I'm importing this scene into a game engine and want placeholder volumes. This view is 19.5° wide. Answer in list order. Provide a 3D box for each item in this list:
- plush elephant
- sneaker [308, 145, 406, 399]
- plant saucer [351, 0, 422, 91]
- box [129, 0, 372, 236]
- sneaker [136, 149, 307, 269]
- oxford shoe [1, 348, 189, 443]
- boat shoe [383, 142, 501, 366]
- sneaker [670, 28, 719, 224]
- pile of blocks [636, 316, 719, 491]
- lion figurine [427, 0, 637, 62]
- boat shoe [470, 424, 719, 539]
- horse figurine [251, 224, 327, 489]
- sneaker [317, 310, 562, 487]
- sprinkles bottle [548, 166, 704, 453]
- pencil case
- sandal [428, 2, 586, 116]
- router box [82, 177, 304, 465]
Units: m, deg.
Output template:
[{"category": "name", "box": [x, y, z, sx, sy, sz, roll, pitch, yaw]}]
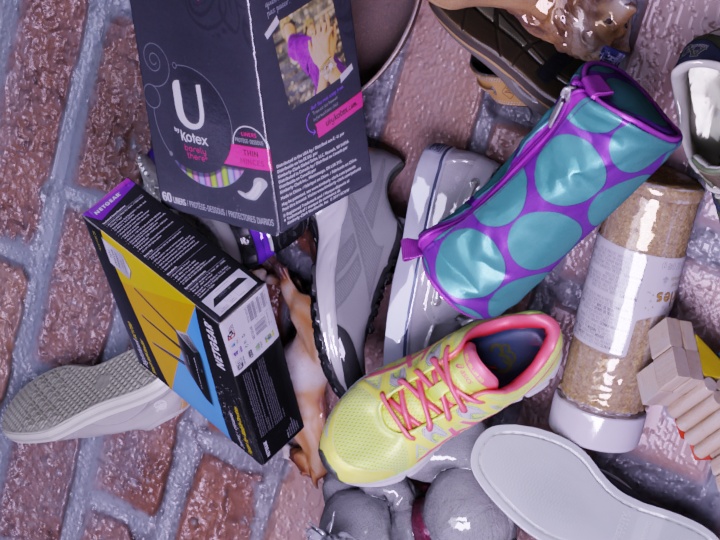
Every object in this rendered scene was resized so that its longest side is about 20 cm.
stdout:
[{"category": "plush elephant", "box": [0.053, 0.186, 1.542, 0.154, 0.200, 0.165, -14, 85, 11]}, {"category": "sneaker", "box": [0.000, 0.000, 1.552, 0.079, 0.074, 0.201, 1, 79, -3]}, {"category": "plant saucer", "box": [-0.026, -0.211, 1.549, 0.200, 0.034, 0.201, -7, 79, 36]}, {"category": "box", "box": [-0.078, -0.142, 1.464, 0.122, 0.106, 0.201, 13, 120, 39]}, {"category": "sneaker", "box": [-0.100, -0.053, 1.610, 0.200, 0.099, 0.070, 39, 149, 56]}, {"category": "oxford shoe", "box": [-0.215, 0.111, 1.723, 0.200, 0.075, 0.058, -17, 136, 31]}, {"category": "boat shoe", "box": [0.074, 0.012, 1.546, 0.086, 0.075, 0.203, 13, 98, 17]}, {"category": "sneaker", "box": [0.255, -0.063, 1.415, 0.067, 0.090, 0.201, -17, 91, 29]}, {"category": "pile of blocks", "box": [0.266, 0.118, 1.457, 0.200, 0.082, 0.062, 52, 140, 5]}, {"category": "lion figurine", "box": [0.096, -0.208, 1.446, 0.199, 0.072, 0.123, 2, 85, -16]}, {"category": "boat shoe", "box": [0.163, 0.177, 1.492, 0.200, 0.060, 0.076, 33, 77, 0]}, {"category": "horse figurine", "box": [-0.052, 0.058, 1.630, 0.132, 0.050, 0.200, 35, 116, 25]}, {"category": "sneaker", "box": [0.058, 0.080, 1.458, 0.200, 0.090, 0.078, -32, 82, -15]}, {"category": "sprinkles bottle", "box": [0.187, 0.026, 1.481, 0.068, 0.068, 0.201, 20, 108, 24]}, {"category": "pencil case", "box": [0.123, -0.055, 1.424, 0.092, 0.085, 0.200, 26, 123, -27]}, {"category": "sandal", "box": [0.120, -0.143, 1.495, 0.200, 0.082, 0.055, 41, 138, 8]}, {"category": "router box", "box": [-0.121, 0.040, 1.551, 0.149, 0.051, 0.200, 37, 157, 29]}]
